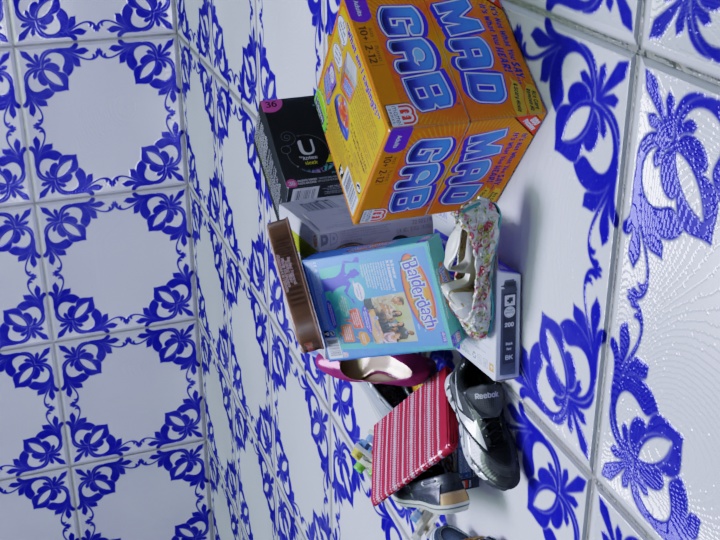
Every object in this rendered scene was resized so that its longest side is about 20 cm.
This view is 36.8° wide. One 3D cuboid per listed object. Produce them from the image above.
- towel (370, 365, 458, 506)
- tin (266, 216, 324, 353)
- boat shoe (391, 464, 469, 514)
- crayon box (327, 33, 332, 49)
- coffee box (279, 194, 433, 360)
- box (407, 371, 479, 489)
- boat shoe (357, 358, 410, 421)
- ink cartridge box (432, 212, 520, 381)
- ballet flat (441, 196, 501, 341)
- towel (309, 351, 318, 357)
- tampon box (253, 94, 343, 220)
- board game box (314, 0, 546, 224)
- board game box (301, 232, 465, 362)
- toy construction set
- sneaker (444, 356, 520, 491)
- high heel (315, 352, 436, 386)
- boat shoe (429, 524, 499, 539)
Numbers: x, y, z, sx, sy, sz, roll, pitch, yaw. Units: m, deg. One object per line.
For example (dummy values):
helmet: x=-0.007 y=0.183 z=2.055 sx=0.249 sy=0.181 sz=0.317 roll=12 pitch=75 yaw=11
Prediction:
towel: x=0.078 y=0.244 z=1.585 sx=0.200 sy=0.022 sz=0.145 roll=-45 pitch=30 yaw=40
tin: x=-0.093 y=0.021 z=1.538 sx=0.112 sy=0.042 sz=0.201 roll=71 pitch=-178 yaw=-68
boat shoe: x=0.099 y=0.316 z=1.595 sx=0.200 sy=0.074 sz=0.063 roll=166 pitch=95 yaw=-68
crayon box: x=-0.012 y=-0.318 z=1.795 sx=0.127 sy=0.050 sz=0.202 roll=-140 pitch=45 yaw=-64
coffee box: x=0.000 y=0.000 z=1.665 sx=0.200 sy=0.198 sz=0.199 roll=-144 pitch=48 yaw=-63
box: x=0.121 y=0.235 z=1.660 sx=0.200 sy=0.040 sz=0.138 roll=-150 pitch=54 yaw=-67
boat shoe: x=0.027 y=0.158 z=1.711 sx=0.201 sy=0.070 sz=0.072 roll=57 pitch=146 yaw=11
ink cartridge box: x=0.153 y=0.020 z=1.458 sx=0.198 sy=0.043 sz=0.202 roll=-140 pitch=44 yaw=-62
ballet flat: x=0.132 y=0.001 z=1.353 sx=0.076 sy=0.063 sz=0.201 roll=-134 pitch=38 yaw=-54
towel: x=-0.006 y=0.154 z=1.829 sx=0.024 sy=0.199 sz=0.147 roll=-58 pitch=3 yaw=-25
tampon box: x=-0.093 y=-0.198 z=1.938 sx=0.127 sy=0.149 sz=0.201 roll=109 pitch=147 yaw=-56
board game box: x=0.076 y=-0.204 z=1.337 sx=0.200 sy=0.198 sz=0.201 roll=113 pitch=144 yaw=-58
board game box: x=0.030 y=0.039 z=1.475 sx=0.199 sy=0.045 sz=0.153 roll=-8 pitch=103 yaw=30
toy construction set: x=0.067 y=0.340 z=1.747 sx=0.201 sy=0.092 sz=0.131 roll=54 pitch=163 yaw=4
sneaker: x=0.167 y=0.198 z=1.461 sx=0.091 sy=0.066 sz=0.201 roll=100 pitch=157 yaw=-50
high heel: x=0.010 y=0.139 z=1.625 sx=0.096 sy=0.199 sz=0.068 roll=3 pitch=-95 yaw=-67
boat shoe: x=0.167 y=0.410 z=1.567 sx=0.200 sy=0.070 sz=0.092 roll=41 pitch=136 yaw=53
